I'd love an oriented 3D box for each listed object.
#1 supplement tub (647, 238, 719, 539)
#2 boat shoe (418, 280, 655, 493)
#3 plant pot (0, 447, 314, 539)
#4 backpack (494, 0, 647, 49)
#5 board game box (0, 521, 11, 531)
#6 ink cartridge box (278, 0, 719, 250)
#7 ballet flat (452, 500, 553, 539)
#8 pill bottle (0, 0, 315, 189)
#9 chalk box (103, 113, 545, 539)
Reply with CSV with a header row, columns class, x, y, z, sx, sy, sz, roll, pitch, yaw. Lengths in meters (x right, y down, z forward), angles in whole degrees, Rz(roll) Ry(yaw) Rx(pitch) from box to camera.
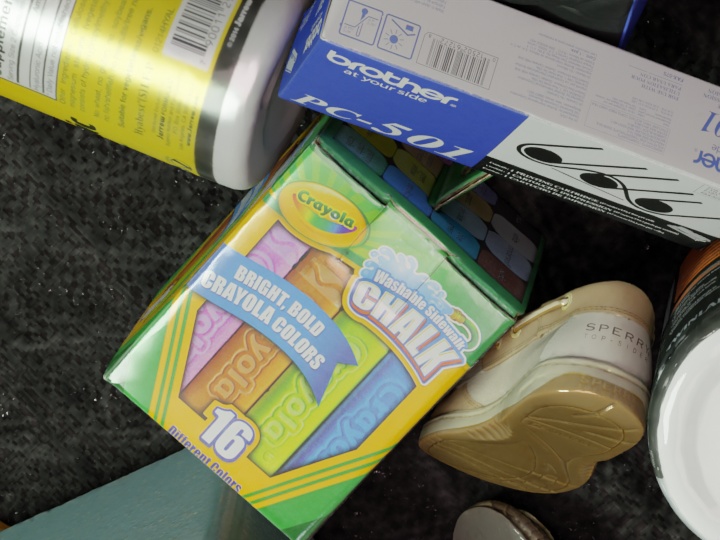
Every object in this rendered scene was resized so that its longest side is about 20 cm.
class,x,y,z,sx,sy,sz,roll,pitch,yaw
supplement tub,0.190,0.040,1.100,0.122,0.200,0.123,3,108,10
boat shoe,0.085,0.052,1.154,0.074,0.200,0.069,24,71,-13
plant pot,-0.102,0.229,1.193,0.195,0.200,0.197,-24,108,11
backpack,0.046,-0.191,1.075,0.199,0.163,0.168,25,72,6
board game box,-0.223,0.160,1.305,0.200,0.030,0.096,30,109,2
ink cartridge box,0.072,-0.068,1.059,0.199,0.094,0.044,20,76,-8
ballet flat,0.112,0.195,1.249,0.067,0.046,0.200,-29,96,49
pill bottle,-0.119,-0.121,1.147,0.199,0.111,0.112,23,110,10
chalk box,0.000,0.000,1.162,0.124,0.125,0.200,41,108,-4
